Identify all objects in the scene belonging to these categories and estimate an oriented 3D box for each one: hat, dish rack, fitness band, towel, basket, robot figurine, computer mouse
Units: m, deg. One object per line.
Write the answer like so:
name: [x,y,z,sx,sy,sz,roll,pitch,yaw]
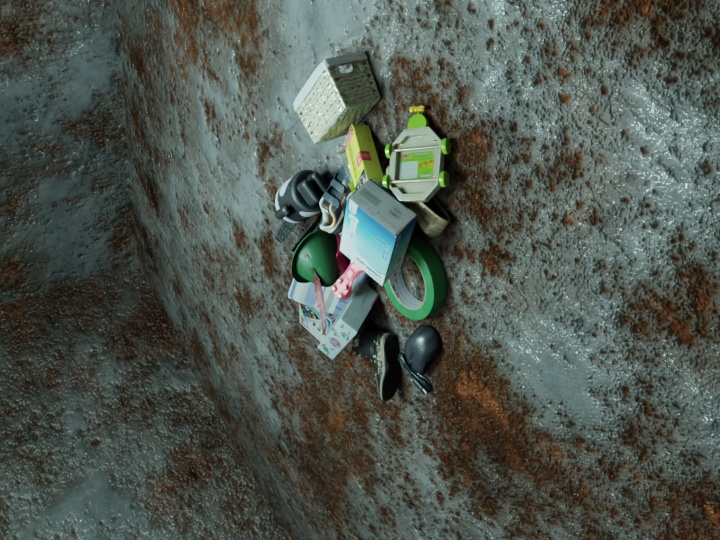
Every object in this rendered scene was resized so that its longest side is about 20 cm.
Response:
hat: [-0.082,0.018,1.562,0.176,0.163,0.204,42,141,35]
dish rack: [-0.186,-0.128,1.724,0.198,0.154,0.055,32,168,45]
fitness band: [-0.036,-0.069,1.630,0.143,0.037,0.205,-21,88,60]
towel: [-0.119,0.069,1.728,0.195,0.024,0.148,21,138,-4]
basket: [-0.057,-0.415,1.388,0.199,0.134,0.126,-29,87,57]
robot figurine: [-0.167,-0.210,1.616,0.198,0.147,0.129,-19,73,57]
computer mouse: [0.150,0.227,1.489,0.139,0.052,0.203,50,142,30]

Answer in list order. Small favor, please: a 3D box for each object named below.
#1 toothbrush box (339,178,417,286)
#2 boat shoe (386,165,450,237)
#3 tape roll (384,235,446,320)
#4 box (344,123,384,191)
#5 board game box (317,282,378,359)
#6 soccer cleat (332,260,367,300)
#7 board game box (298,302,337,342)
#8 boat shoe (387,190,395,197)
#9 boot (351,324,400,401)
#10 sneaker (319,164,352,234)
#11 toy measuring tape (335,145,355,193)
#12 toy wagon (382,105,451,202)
toothbrush box: [0.036,-0.084,1.316,0.145,0.085,0.202,38,149,17]
boat shoe: [0.134,-0.173,1.295,0.202,0.070,0.065,54,136,13]
tape roll: [0.129,0.018,1.415,0.199,0.047,0.206,32,131,45]
box: [0.009,-0.258,1.384,0.076,0.049,0.205,121,144,-51]
board game box: [-0.036,0.147,1.634,0.064,0.149,0.201,35,143,-2]
soccer cleat: [0.000,0.000,1.547,0.067,0.076,0.201,45,106,21]
board game box: [-0.141,0.167,1.907,0.199,0.034,0.129,36,135,42]
boat shoe: [0.074,-0.147,1.406,0.075,0.072,0.203,24,128,7]
boot: [0.043,0.259,1.647,0.149,0.072,0.206,20,119,49]
sneaker: [-0.059,-0.194,1.523,0.078,0.078,0.206,35,120,51]
toy measuring tape: [-0.010,-0.219,1.454,0.073,0.073,0.204,0,120,55]
toy wagon: [0.125,-0.253,1.243,0.151,0.039,0.207,3,87,33]
